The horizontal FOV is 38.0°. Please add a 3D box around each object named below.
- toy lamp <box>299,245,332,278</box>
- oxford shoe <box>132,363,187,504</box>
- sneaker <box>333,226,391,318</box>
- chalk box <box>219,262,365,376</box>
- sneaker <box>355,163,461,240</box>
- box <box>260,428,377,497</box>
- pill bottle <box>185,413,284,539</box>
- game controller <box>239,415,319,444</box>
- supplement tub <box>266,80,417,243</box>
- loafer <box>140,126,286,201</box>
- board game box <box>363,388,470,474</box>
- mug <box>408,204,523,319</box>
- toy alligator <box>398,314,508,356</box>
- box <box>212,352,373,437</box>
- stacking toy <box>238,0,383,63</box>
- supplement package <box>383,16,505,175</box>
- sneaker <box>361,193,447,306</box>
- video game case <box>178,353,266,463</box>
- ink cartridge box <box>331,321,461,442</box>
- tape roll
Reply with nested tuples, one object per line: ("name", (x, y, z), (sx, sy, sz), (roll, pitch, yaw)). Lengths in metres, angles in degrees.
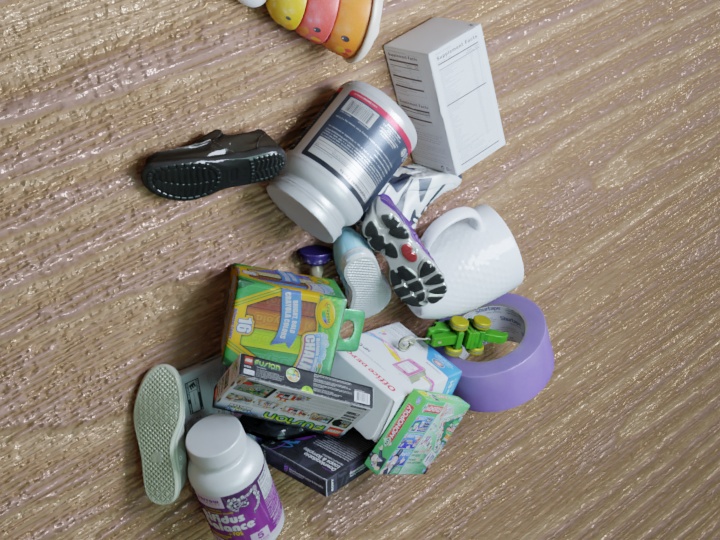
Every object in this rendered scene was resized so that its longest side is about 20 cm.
("toy lamp", (-0.068, 0.066, 1.586), (0.058, 0.058, 0.202), (-14, 113, -35))
("oxford shoe", (-0.278, 0.228, 1.478), (0.058, 0.074, 0.203), (-41, 132, -75))
("sneaker", (0.000, 0.000, 1.603), (0.073, 0.083, 0.201), (-18, 149, -6))
("chalk box", (-0.091, 0.075, 1.476), (0.198, 0.124, 0.126), (9, 101, -11))
("sneaker", (0.071, -0.088, 1.631), (0.198, 0.079, 0.131), (-18, 117, -33))
("box", (-0.035, 0.265, 1.604), (0.199, 0.142, 0.037), (-22, 121, -43))
("pill bottle", (-0.184, 0.305, 1.504), (0.112, 0.112, 0.202), (-34, 130, -25))
("game controller", (-0.086, 0.224, 1.565), (0.199, 0.104, 0.043), (-2, 90, -44))
("supplement tub", (-0.026, -0.155, 1.487), (0.201, 0.140, 0.140), (-52, 130, -12))
("loafer", (-0.201, -0.148, 1.405), (0.198, 0.072, 0.073), (-10, 143, -25))
("board game box", (0.090, 0.248, 1.590), (0.135, 0.029, 0.200), (-58, 154, 4))
("mug", (0.148, -0.020, 1.659), (0.174, 0.148, 0.201), (-27, 142, -13))
("toy alligator", (0.141, 0.099, 1.663), (0.198, 0.054, 0.060), (-1, 119, -23))
("box", (-0.093, 0.175, 1.443), (0.198, 0.110, 0.035), (17, 53, -21))
("stacking toy", (-0.079, -0.365, 1.406), (0.198, 0.146, 0.148), (5, 103, -20))
("supplement package", (0.130, -0.267, 1.594), (0.113, 0.109, 0.202), (-33, 124, -25))
("sneaker", (0.072, -0.032, 1.555), (0.080, 0.084, 0.201), (-18, 123, 19))
("video game case", (-0.184, 0.212, 1.567), (0.181, 0.022, 0.202), (-22, 117, -32))
("ink cartridge box", (0.041, 0.168, 1.610), (0.199, 0.144, 0.085), (-15, 135, -53))
("tape roll", (0.219, 0.134, 1.745), (0.199, 0.199, 0.086), (-37, 129, -23))
